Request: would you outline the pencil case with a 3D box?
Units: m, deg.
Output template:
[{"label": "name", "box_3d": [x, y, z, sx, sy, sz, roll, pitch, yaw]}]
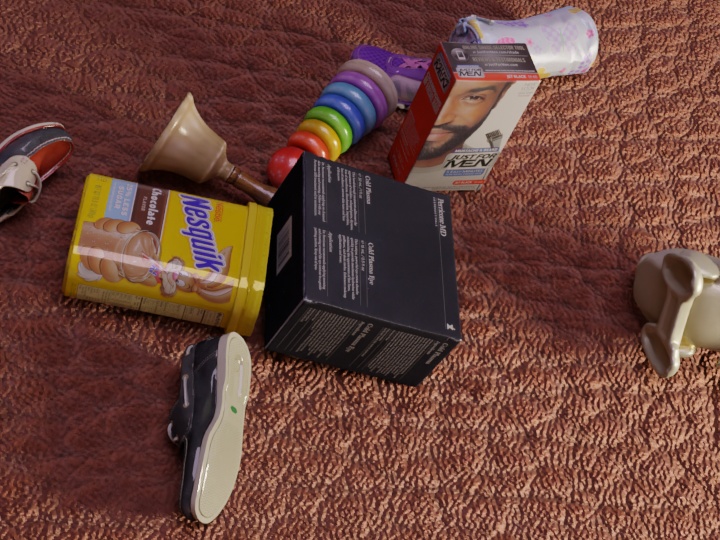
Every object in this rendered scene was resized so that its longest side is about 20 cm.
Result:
[{"label": "pencil case", "box_3d": [0.211, -0.291, 1.914, 0.200, 0.083, 0.091, -10, 80, -28]}]

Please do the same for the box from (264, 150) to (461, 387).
[{"label": "box", "box_3d": [0.000, 0.000, 1.575, 0.182, 0.104, 0.200, 16, 50, -21]}]

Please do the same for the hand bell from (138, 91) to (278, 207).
[{"label": "hand bell", "box_3d": [-0.137, -0.101, 1.651, 0.200, 0.104, 0.104, 34, 48, -10]}]

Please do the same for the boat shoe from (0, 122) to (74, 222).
[{"label": "boat shoe", "box_3d": [-0.371, -0.085, 1.538, 0.063, 0.071, 0.200, 33, 54, 26]}]

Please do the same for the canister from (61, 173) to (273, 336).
[{"label": "canister", "box_3d": [-0.201, -0.019, 1.546, 0.200, 0.087, 0.149, 12, 50, -10]}]

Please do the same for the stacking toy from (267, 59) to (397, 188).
[{"label": "stacking toy", "box_3d": [-0.038, -0.160, 1.727, 0.085, 0.085, 0.200, 33, 55, 7]}]

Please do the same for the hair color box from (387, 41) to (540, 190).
[{"label": "hair color box", "box_3d": [0.117, -0.175, 1.711, 0.111, 0.200, 0.064, -3, 55, -22]}]

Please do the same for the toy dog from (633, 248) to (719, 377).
[{"label": "toy dog", "box_3d": [0.427, 0.046, 1.708, 0.200, 0.140, 0.194, 5, 16, -15]}]

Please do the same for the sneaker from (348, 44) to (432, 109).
[{"label": "sneaker", "box_3d": [0.083, -0.236, 1.821, 0.200, 0.089, 0.081, 26, 50, 2]}]

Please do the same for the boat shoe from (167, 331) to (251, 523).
[{"label": "boat shoe", "box_3d": [-0.155, 0.156, 1.451, 0.068, 0.072, 0.200, -8, 55, 19]}]
